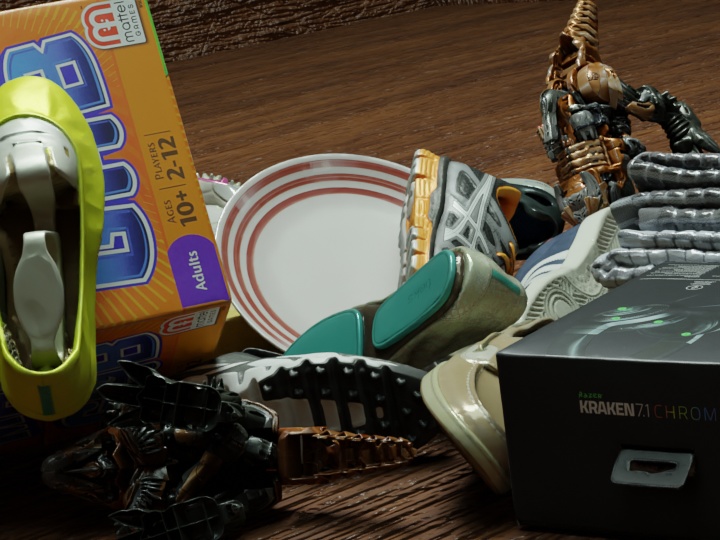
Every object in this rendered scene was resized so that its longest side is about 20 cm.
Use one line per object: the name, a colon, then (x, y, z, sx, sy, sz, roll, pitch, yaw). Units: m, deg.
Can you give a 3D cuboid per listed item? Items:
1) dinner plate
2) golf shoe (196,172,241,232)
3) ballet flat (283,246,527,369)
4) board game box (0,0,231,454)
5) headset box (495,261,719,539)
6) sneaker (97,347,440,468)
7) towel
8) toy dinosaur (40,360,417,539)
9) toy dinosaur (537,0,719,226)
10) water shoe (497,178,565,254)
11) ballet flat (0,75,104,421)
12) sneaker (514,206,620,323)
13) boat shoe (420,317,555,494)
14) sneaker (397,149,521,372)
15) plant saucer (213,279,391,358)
dinner plate: (0.000, 0.000, 1.434, 0.200, 0.024, 0.200, 7, 48, -8)
golf shoe: (-0.079, -0.025, 1.729, 0.200, 0.092, 0.075, 9, -6, 37)
ballet flat: (0.024, 0.047, 1.279, 0.062, 0.067, 0.200, 22, -32, -28)
board game box: (-0.206, -0.017, 1.264, 0.200, 0.200, 0.200, -13, -18, -15)
headset box: (0.187, 0.063, 1.068, 0.174, 0.093, 0.200, 1, 14, 34)
sneaker: (-0.045, 0.074, 1.231, 0.200, 0.067, 0.091, -7, 14, 13)
towel: (0.256, -0.007, 1.237, 0.200, 0.086, 0.166, 0, -19, 37)
toy dinosaur: (-0.076, 0.093, 1.117, 0.200, 0.102, 0.136, -26, -11, 16)
toy dinosaur: (0.175, -0.108, 1.531, 0.136, 0.200, 0.102, 28, -22, -38)
water shoe: (0.062, -0.041, 1.717, 0.200, 0.072, 0.079, -6, 14, 10)
ballet flat: (-0.167, -0.021, 1.124, 0.067, 0.200, 0.067, -6, -20, -1)
sneaker: (0.119, 0.034, 1.351, 0.084, 0.075, 0.200, -32, 6, 34)
boat shoe: (0.083, 0.063, 1.151, 0.065, 0.072, 0.200, -37, 0, 13)
sneaker: (0.064, -0.002, 1.383, 0.077, 0.078, 0.200, 10, 46, -4)
plant saucer: (-0.104, 0.037, 1.503, 0.200, 0.048, 0.200, -13, 12, -27)
